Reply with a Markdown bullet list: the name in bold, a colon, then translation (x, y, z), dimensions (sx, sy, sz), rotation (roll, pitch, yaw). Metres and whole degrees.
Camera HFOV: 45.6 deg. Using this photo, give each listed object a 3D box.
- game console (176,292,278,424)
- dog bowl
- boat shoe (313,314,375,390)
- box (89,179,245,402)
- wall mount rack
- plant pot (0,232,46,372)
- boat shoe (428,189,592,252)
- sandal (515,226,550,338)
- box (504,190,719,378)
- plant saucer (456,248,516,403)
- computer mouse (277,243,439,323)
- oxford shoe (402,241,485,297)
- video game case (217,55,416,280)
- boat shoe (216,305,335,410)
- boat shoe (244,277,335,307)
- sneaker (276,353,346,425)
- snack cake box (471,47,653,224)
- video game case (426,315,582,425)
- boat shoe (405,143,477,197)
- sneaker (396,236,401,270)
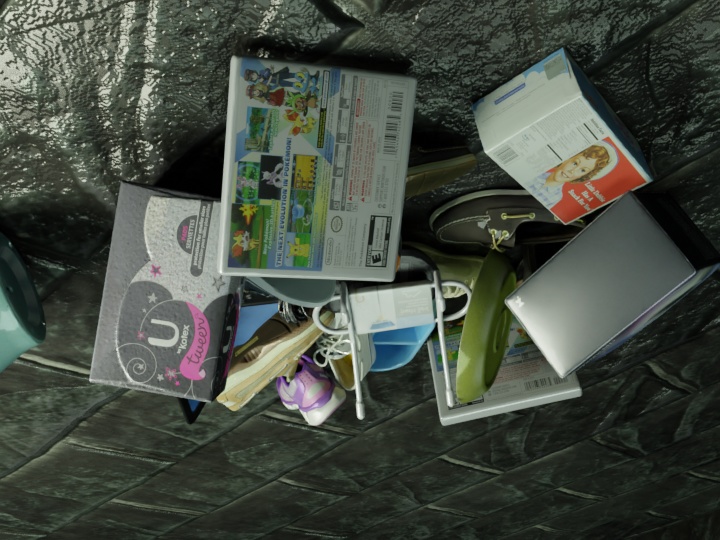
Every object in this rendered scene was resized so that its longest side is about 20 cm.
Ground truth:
- **game console**: translation (-0.167, 0.114, 1.174), dimensions (0.172, 0.118, 0.201), rotation (-6, 149, -5)
- **dog bowl**: translation (0.047, 0.086, 1.252), dimensions (0.109, 0.050, 0.201), rotation (2, 147, -18)
- **boat shoe**: translation (-0.032, 0.093, 1.166), dimensions (0.073, 0.087, 0.204), rotation (11, 140, 21)
- **box**: translation (-0.190, 0.022, 0.889), dimensions (0.129, 0.205, 0.115), rotation (9, 179, -1)
- **wall mount rack**: translation (0.044, 0.086, 1.027), dimensions (0.196, 0.075, 0.176), rotation (-7, 129, 3)
- **plant pot**: translation (-0.459, 0.051, 0.939), dimensions (0.185, 0.202, 0.201), rotation (-23, 150, -7)
- **boat shoe**: translation (0.184, -0.058, 1.045), dimensions (0.197, 0.062, 0.072), rotation (-10, 150, 0)
- **sandal**: translation (0.226, 0.012, 1.161), dimensions (0.054, 0.083, 0.202), rotation (12, 146, 24)
- **box**: translation (0.310, 0.014, 1.037), dimensions (0.200, 0.124, 0.197), rotation (-45, 160, 27)
- **plant saucer**: translation (0.165, 0.073, 1.087), dimensions (0.030, 0.203, 0.201), rotation (13, 155, 20)
- **computer mouse**: translation (0.000, 0.000, 1.052), dimensions (0.195, 0.053, 0.141), rotation (5, 113, -5)
- **oxford shoe**: translation (0.119, 0.012, 1.146), dimensions (0.197, 0.059, 0.075), rotation (12, 141, -33)
- **video game case**: translation (-0.042, -0.093, 0.826), dimensions (0.178, 0.022, 0.204), rotation (2, 103, -18)
- **boat shoe**: translation (-0.107, 0.110, 1.117), dimensions (0.198, 0.072, 0.077), rotation (-34, 116, 9)
- **boat shoe**: translation (-0.123, -0.003, 1.002), dimensions (0.197, 0.072, 0.091), rotation (25, 153, 3)
- **sneaker**: translation (-0.090, 0.160, 1.274), dimensions (0.080, 0.089, 0.200), rotation (-43, -165, -13)
- **snack cake box**: translation (0.221, -0.137, 0.924), dimensions (0.114, 0.068, 0.199), rotation (-29, 144, 26)
- **video game case**: translation (0.198, 0.123, 1.226), dimensions (0.196, 0.184, 0.022), rotation (-14, 134, 7)
- **boat shoe**: translation (0.031, -0.112, 0.911), dimensions (0.197, 0.067, 0.072), rotation (-17, 169, -20)
- **sneaker**: translation (-0.037, -0.058, 0.973), dimensions (0.199, 0.077, 0.091), rotation (39, 144, -28)
